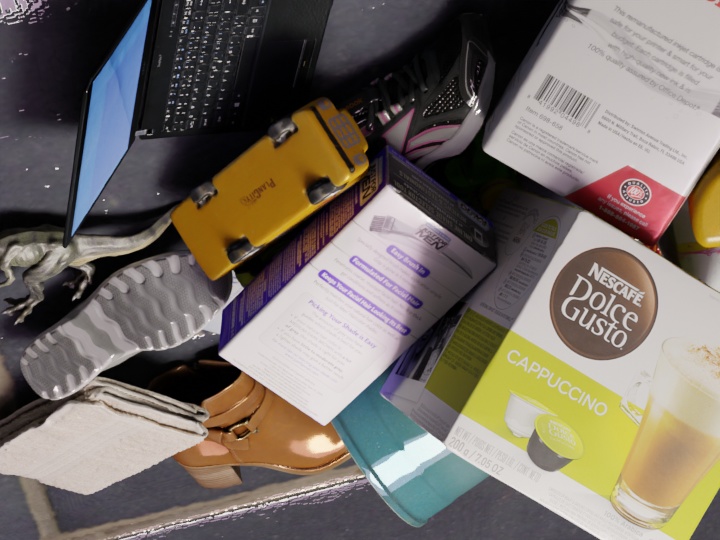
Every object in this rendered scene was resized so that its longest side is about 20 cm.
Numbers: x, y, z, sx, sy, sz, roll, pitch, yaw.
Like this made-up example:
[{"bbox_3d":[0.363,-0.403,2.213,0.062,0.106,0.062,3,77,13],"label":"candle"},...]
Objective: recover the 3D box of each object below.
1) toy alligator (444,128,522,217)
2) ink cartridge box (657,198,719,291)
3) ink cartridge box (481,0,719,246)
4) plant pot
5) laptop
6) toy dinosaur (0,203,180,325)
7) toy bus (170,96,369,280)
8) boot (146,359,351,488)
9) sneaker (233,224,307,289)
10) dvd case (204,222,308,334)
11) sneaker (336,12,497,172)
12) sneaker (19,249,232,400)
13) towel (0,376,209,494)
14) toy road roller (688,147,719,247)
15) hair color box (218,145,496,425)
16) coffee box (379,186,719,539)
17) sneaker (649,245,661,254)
[{"bbox_3d":[0.110,-0.052,1.744,0.054,0.059,0.200,-24,146,11],"label":"toy alligator"},{"bbox_3d":[0.294,-0.087,1.700,0.145,0.145,0.200,-19,146,2],"label":"ink cartridge box"},{"bbox_3d":[0.198,-0.143,1.520,0.144,0.084,0.200,30,110,-5],"label":"ink cartridge box"},{"bbox_3d":[0.077,0.079,1.777,0.188,0.200,0.200,-32,145,10],"label":"plant pot"},{"bbox_3d":[-0.112,-0.116,1.506,0.200,0.103,0.177,-6,146,-18],"label":"laptop"},{"bbox_3d":[-0.237,-0.008,1.665,0.200,0.047,0.088,-6,139,-23],"label":"toy dinosaur"},{"bbox_3d":[-0.062,-0.062,1.590,0.078,0.065,0.200,-29,177,-44],"label":"toy bus"},{"bbox_3d":[-0.084,0.117,1.905,0.200,0.077,0.155,-13,144,7],"label":"boot"},{"bbox_3d":[0.000,0.000,1.716,0.200,0.074,0.081,-10,127,-1],"label":"sneaker"},{"bbox_3d":[-0.058,0.016,1.804,0.200,0.018,0.143,19,133,-42],"label":"dvd case"},{"bbox_3d":[0.028,-0.114,1.604,0.086,0.080,0.200,14,131,-25],"label":"sneaker"},{"bbox_3d":[-0.184,0.030,1.728,0.200,0.082,0.075,-25,103,24],"label":"sneaker"},{"bbox_3d":[-0.235,0.146,1.851,0.132,0.035,0.200,21,146,-34],"label":"towel"},{"bbox_3d":[0.301,-0.088,1.519,0.146,0.123,0.200,-7,105,7],"label":"toy road roller"},{"bbox_3d":[-0.004,0.013,1.622,0.109,0.065,0.200,36,118,-21],"label":"hair color box"},{"bbox_3d":[0.166,0.074,1.602,0.200,0.200,0.198,31,90,-14],"label":"coffee box"},{"bbox_3d":[0.189,0.008,1.860,0.200,0.073,0.077,-12,-176,13],"label":"sneaker"}]
